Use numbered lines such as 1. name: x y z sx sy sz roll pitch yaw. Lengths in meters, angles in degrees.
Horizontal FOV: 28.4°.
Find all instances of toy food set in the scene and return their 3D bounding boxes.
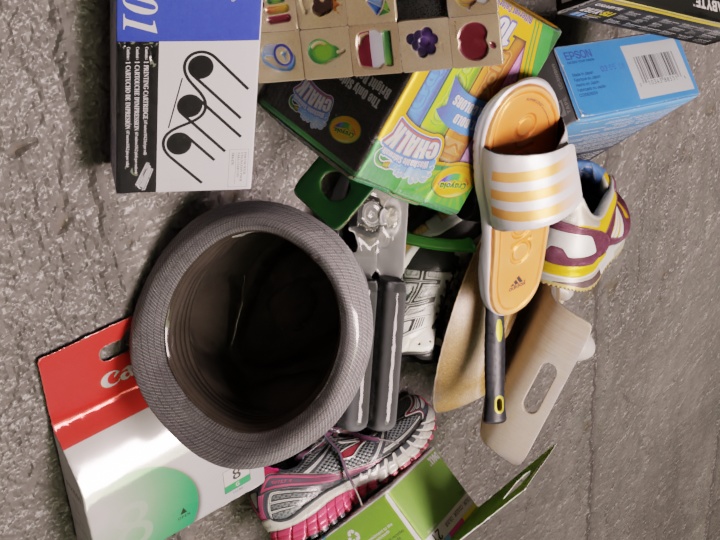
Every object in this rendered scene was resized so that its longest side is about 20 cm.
1. toy food set: 0.168 0.074 1.287 0.200 0.060 0.145 -64 179 -72

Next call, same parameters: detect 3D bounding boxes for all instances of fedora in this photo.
1. fedora: -0.067 0.039 1.046 0.201 0.176 0.090 -56 168 23

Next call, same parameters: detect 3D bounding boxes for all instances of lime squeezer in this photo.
1. lime squeezer: 0.000 0.000 1.142 0.199 0.071 0.038 -30 167 22

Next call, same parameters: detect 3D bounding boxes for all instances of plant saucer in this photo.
1. plant saucer: 0.115 0.033 1.221 0.200 0.035 0.202 19 90 -76

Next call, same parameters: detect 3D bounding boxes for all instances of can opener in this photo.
1. can opener: 0.002 0.021 1.103 0.053 0.067 0.202 3 92 -32

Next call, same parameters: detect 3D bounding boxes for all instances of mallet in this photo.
1. mallet: 0.114 0.018 1.126 0.065 0.041 0.202 -12 100 -28

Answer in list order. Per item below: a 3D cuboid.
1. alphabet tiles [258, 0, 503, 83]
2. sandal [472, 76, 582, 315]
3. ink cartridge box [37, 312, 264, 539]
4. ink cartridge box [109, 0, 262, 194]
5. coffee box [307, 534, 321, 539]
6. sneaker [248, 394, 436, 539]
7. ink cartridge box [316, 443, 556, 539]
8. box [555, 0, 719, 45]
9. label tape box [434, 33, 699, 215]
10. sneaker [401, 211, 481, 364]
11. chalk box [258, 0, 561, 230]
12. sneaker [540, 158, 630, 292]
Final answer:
1. alphabet tiles: 0.001 -0.224 0.903 0.008 0.165 0.202 -56 142 -69
2. sandal: 0.129 -0.044 1.033 0.079 0.059 0.208 -27 134 -26
3. ink cartridge box: -0.155 0.122 1.100 0.160 0.050 0.201 -26 137 -27
4. ink cartridge box: -0.113 -0.146 0.909 0.093 0.044 0.202 -3 125 -14
5. coffee box: -0.091 0.322 1.265 0.199 0.114 0.080 -13 128 -38
6. sneaker: -0.011 0.163 1.252 0.199 0.075 0.080 -33 -179 -36
7. ink cartridge box: 0.066 0.202 1.258 0.200 0.076 0.148 -41 174 20
8. box: 0.220 -0.266 1.086 0.199 0.049 0.162 2 80 -44
9. label tape box: 0.156 -0.121 1.173 0.143 0.064 0.200 -14 169 -36
10. sneaker: 0.048 0.031 1.178 0.200 0.088 0.076 -47 165 1
11. chalk box: 0.024 -0.125 1.018 0.123 0.125 0.201 15 110 -48
12. sneaker: 0.194 -0.056 1.206 0.200 0.074 0.091 -55 156 -62
